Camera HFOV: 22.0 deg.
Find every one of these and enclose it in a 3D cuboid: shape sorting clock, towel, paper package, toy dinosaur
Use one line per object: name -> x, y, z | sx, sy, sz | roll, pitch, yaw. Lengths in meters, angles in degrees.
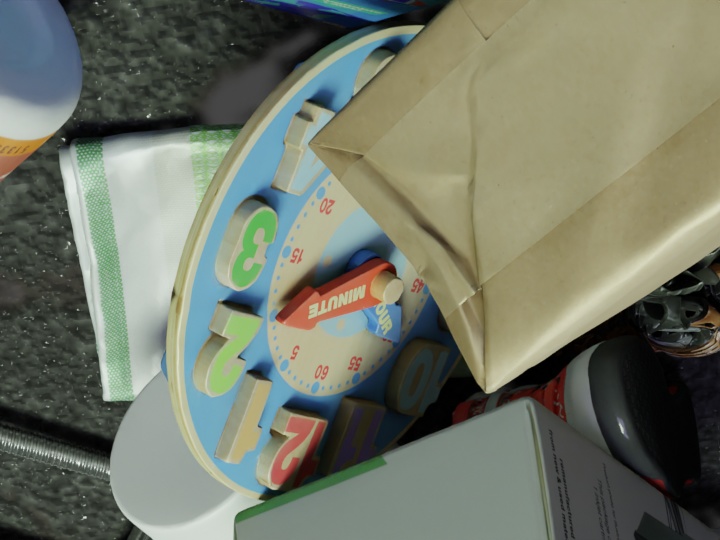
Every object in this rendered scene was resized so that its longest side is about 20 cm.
shape sorting clock -> 0.000, 0.000, 0.733 | 0.039, 0.200, 0.201 | 30, 140, 34
towel -> -0.029, -0.001, 0.840 | 0.199, 0.031, 0.150 | -3, 130, 2
paper package -> 0.114, -0.070, 0.609 | 0.191, 0.200, 0.104 | -42, 81, 32
toy dinosaur -> 0.143, 0.002, 0.807 | 0.200, 0.102, 0.136 | -41, 140, 8

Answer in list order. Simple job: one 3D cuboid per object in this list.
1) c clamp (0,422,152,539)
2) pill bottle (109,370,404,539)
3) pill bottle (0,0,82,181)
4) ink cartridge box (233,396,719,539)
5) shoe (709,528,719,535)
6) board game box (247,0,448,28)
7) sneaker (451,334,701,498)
c clamp -> -0.154, 0.108, 0.932 | 0.199, 0.027, 0.171 | 13, 127, -13
pill bottle -> -0.023, 0.121, 0.859 | 0.119, 0.120, 0.200 | -25, 137, 19
pill bottle -> -0.215, -0.049, 0.747 | 0.200, 0.112, 0.112 | -38, 120, 26
ink cartridge box -> 0.064, 0.145, 0.755 | 0.145, 0.084, 0.200 | -24, 142, 26
shoe -> 0.171, 0.178, 0.916 | 0.199, 0.091, 0.071 | 13, 144, -33
board game box -> -0.052, -0.127, 0.638 | 0.151, 0.200, 0.045 | 14, 92, -11
sneaker -> 0.088, 0.076, 0.827 | 0.107, 0.068, 0.201 | -10, 169, 15
